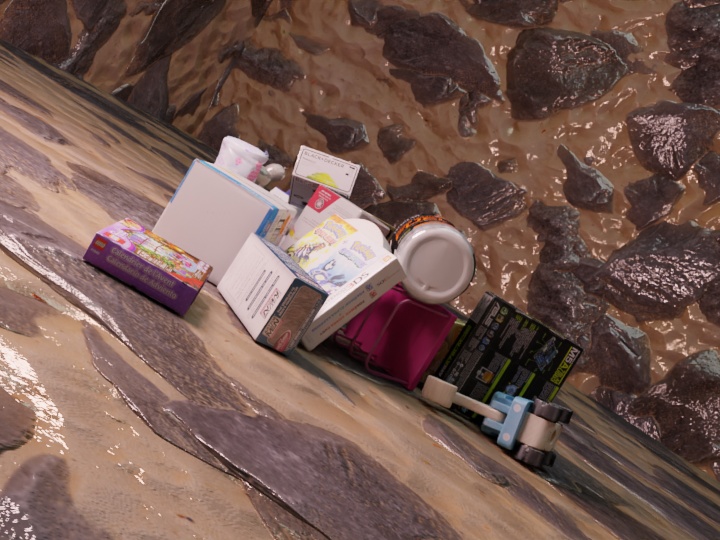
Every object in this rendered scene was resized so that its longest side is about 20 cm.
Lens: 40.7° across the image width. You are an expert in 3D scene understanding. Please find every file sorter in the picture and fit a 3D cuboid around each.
[{"bbox_3d":[0.024,0.073,1.564,0.125,0.139,0.200,25,8,-41],"label":"file sorter"}]

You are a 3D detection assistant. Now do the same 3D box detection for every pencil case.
[{"bbox_3d":[-0.234,-0.131,1.666,0.083,0.200,0.091,26,6,-11],"label":"pencil case"}]

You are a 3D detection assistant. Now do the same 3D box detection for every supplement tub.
[{"bbox_3d":[0.110,-0.024,1.542,0.122,0.123,0.200,31,8,-8],"label":"supplement tub"}]

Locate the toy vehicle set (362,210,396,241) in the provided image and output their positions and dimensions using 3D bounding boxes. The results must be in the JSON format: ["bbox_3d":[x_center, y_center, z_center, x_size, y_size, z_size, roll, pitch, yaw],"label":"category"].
[{"bbox_3d":[0.000,0.000,1.783,0.027,0.200,0.124,34,7,41],"label":"toy vehicle set"}]

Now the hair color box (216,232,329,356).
[{"bbox_3d":[-0.124,0.029,1.329,0.061,0.100,0.200,30,5,-29],"label":"hair color box"}]

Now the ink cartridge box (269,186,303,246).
[{"bbox_3d":[-0.134,-0.089,1.936,0.200,0.200,0.041,34,-28,31],"label":"ink cartridge box"}]

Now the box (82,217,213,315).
[{"bbox_3d":[-0.262,-0.009,1.226,0.137,0.039,0.200,30,5,-7],"label":"box"}]

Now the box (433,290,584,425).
[{"bbox_3d":[0.239,0.165,1.605,0.193,0.200,0.048,29,5,-19],"label":"box"}]

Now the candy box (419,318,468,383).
[{"bbox_3d":[0.171,0.145,1.639,0.200,0.116,0.055,17,7,-14],"label":"candy box"}]

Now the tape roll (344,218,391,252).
[{"bbox_3d":[-0.046,0.000,1.535,0.203,0.203,0.037,38,-14,53],"label":"tape roll"}]

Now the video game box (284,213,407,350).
[{"bbox_3d":[-0.055,0.012,1.453,0.200,0.182,0.047,37,-21,53],"label":"video game box"}]

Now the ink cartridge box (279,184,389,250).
[{"bbox_3d":[-0.063,-0.030,1.696,0.086,0.200,0.148,28,6,-42],"label":"ink cartridge box"}]

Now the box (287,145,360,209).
[{"bbox_3d":[-0.073,-0.160,1.827,0.117,0.060,0.200,20,-13,-4],"label":"box"}]

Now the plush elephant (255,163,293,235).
[{"bbox_3d":[-0.196,-0.086,1.791,0.155,0.200,0.165,54,4,-2],"label":"plush elephant"}]

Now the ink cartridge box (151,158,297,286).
[{"bbox_3d":[-0.209,-0.071,1.520,0.145,0.147,0.200,32,6,4],"label":"ink cartridge box"}]

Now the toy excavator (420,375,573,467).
[{"bbox_3d":[0.212,0.229,1.538,0.200,0.100,0.194,19,-3,27],"label":"toy excavator"}]
